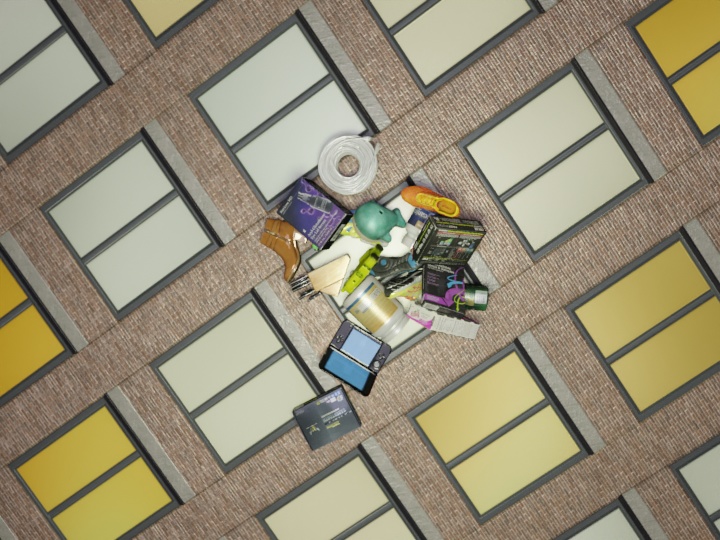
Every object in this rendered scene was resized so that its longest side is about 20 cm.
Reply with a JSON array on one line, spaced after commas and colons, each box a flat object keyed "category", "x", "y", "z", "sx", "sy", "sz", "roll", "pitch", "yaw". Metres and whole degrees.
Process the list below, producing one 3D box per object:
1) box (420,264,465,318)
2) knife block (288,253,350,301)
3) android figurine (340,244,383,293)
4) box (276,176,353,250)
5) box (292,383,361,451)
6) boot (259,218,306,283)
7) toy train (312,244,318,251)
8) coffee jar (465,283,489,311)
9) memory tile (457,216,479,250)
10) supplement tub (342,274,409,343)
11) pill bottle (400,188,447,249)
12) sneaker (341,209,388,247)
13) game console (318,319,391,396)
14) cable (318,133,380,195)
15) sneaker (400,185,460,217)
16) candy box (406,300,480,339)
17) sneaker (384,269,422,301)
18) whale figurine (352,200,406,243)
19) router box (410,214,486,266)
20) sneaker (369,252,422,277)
[{"category": "box", "x": 0.263, "y": 0.044, "z": 1.647, "sx": 0.142, "sy": 0.036, "sz": 0.202, "roll": 17, "pitch": 51, "yaw": -14}, {"category": "knife block", "x": -0.142, "y": 0.015, "z": 1.767, "sx": 0.174, "sy": 0.064, "sz": 0.202, "roll": 19, "pitch": 95, "yaw": 0}, {"category": "android figurine", "x": 0.000, "y": 0.000, "z": 1.704, "sx": 0.041, "sy": 0.182, "sz": 0.200, "roll": 38, "pitch": 127, "yaw": -6}, {"category": "box", "x": -0.147, "y": -0.185, "z": 1.688, "sx": 0.199, "sy": 0.104, "sz": 0.149, "roll": 38, "pitch": 102, "yaw": 8}, {"category": "box", "x": -0.117, "y": 0.513, "z": 1.811, "sx": 0.199, "sy": 0.051, "sz": 0.159, "roll": -27, "pitch": 94, "yaw": 4}, {"category": "boot", "x": -0.272, "y": -0.072, "z": 1.758, "sx": 0.154, "sy": 0.077, "sz": 0.202, "roll": 17, "pitch": 92, "yaw": -1}, {"category": "toy train", "x": -0.135, "y": -0.165, "z": 1.767, "sx": 0.056, "sy": 0.042, "sz": 0.203, "roll": 1, "pitch": 94, "yaw": -8}, {"category": "coffee jar", "x": 0.323, "y": 0.083, "z": 1.734, "sx": 0.198, "sy": 0.104, "sz": 0.086, "roll": 7, "pitch": 96, "yaw": 2}, {"category": "memory tile", "x": 0.304, "y": -0.088, "z": 1.711, "sx": 0.153, "sy": 0.017, "sz": 0.200, "roll": -44, "pitch": 127, "yaw": 4}, {"category": "supplement tub", "x": 0.054, "y": 0.129, "z": 1.727, "sx": 0.200, "sy": 0.145, "sz": 0.145, "roll": 45, "pitch": 95, "yaw": -1}, {"category": "pill bottle", "x": 0.217, "y": -0.159, "z": 1.715, "sx": 0.110, "sy": 0.111, "sz": 0.201, "roll": 30, "pitch": 95, "yaw": 0}, {"category": "sneaker", "x": 0.011, "y": -0.150, "z": 1.743, "sx": 0.198, "sy": 0.076, "sz": 0.106, "roll": 19, "pitch": 94, "yaw": 2}, {"category": "game console", "x": -0.015, "y": 0.293, "z": 1.756, "sx": 0.199, "sy": 0.119, "sz": 0.173, "roll": 31, "pitch": 95, "yaw": -1}, {"category": "cable", "x": -0.041, "y": -0.354, "z": 1.734, "sx": 0.198, "sy": 0.069, "sz": 0.202, "roll": 10, "pitch": 95, "yaw": 2}, {"category": "sneaker", "x": 0.220, "y": -0.222, "z": 1.621, "sx": 0.198, "sy": 0.077, "sz": 0.074, "roll": 19, "pitch": 94, "yaw": 13}, {"category": "candy box", "x": 0.270, "y": 0.162, "z": 1.684, "sx": 0.198, "sy": 0.136, "sz": 0.062, "roll": 16, "pitch": 95, "yaw": -31}, {"category": "sneaker", "x": 0.159, "y": 0.066, "z": 1.715, "sx": 0.199, "sy": 0.078, "sz": 0.091, "roll": -21, "pitch": 113, "yaw": -38}, {"category": "whale figurine", "x": 0.072, "y": -0.169, "z": 1.689, "sx": 0.198, "sy": 0.104, "sz": 0.160, "roll": -12, "pitch": 70, "yaw": -33}, {"category": "router box", "x": 0.274, "y": -0.091, "z": 1.624, "sx": 0.198, "sy": 0.062, "sz": 0.151, "roll": 3, "pitch": 134, "yaw": -27}, {"category": "sneaker", "x": 0.121, "y": -0.011, "z": 1.750, "sx": 0.198, "sy": 0.082, "sz": 0.074, "roll": -6, "pitch": 78, "yaw": 25}]
